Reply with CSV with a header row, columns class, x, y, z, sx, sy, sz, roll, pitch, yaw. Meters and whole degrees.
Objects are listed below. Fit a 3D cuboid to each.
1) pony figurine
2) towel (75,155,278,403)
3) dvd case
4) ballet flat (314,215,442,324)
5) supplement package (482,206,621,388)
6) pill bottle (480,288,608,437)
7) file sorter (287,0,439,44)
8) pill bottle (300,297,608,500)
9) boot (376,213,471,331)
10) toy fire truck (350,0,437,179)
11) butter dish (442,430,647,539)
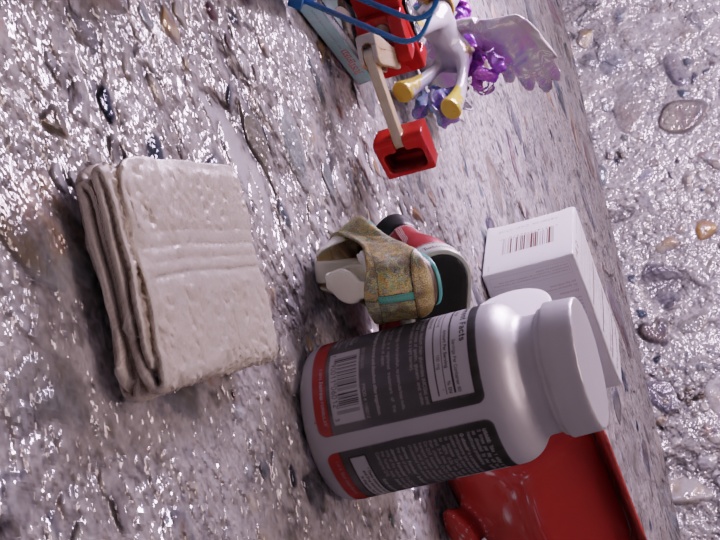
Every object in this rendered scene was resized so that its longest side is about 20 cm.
class,x,y,z,sx,sy,sz,roll,pitch,yaw
pony figurine,0.103,-0.242,1.495,0.194,0.166,0.200,59,38,-23
towel,-0.103,0.002,0.800,0.200,0.034,0.133,-5,82,-74
dvd case,-0.030,-0.294,1.292,0.146,0.022,0.201,45,36,-59
ballet flat,0.000,0.000,1.045,0.200,0.070,0.071,-151,-140,-71
supplement package,0.237,0.044,1.691,0.117,0.116,0.201,-76,147,-57
pill bottle,0.188,0.129,1.472,0.113,0.113,0.201,-69,141,-62
file sorter,0.028,-0.288,1.093,0.200,0.122,0.139,118,-7,-76
pill bottle,0.067,0.089,0.979,0.116,0.199,0.116,-14,90,-73
boot,0.039,0.060,1.142,0.144,0.072,0.201,-139,-130,-67
toy fire truck,0.019,-0.202,1.259,0.141,0.049,0.201,-79,150,-52
butter dish,0.137,0.193,1.232,0.200,0.148,0.200,27,-31,54
